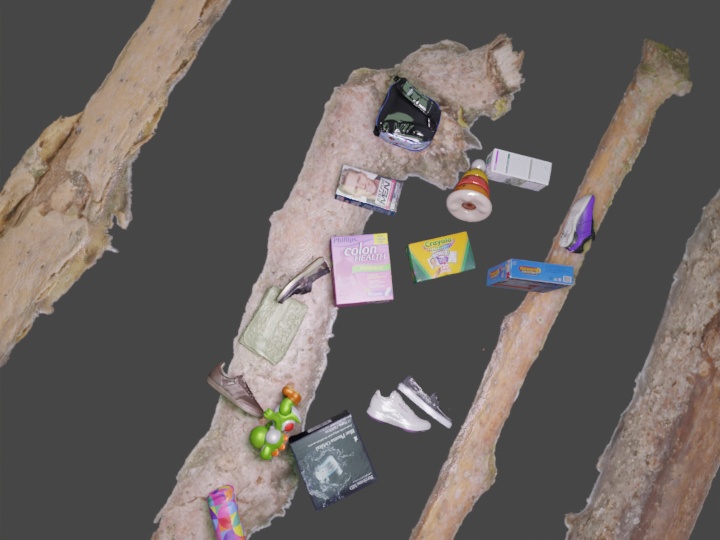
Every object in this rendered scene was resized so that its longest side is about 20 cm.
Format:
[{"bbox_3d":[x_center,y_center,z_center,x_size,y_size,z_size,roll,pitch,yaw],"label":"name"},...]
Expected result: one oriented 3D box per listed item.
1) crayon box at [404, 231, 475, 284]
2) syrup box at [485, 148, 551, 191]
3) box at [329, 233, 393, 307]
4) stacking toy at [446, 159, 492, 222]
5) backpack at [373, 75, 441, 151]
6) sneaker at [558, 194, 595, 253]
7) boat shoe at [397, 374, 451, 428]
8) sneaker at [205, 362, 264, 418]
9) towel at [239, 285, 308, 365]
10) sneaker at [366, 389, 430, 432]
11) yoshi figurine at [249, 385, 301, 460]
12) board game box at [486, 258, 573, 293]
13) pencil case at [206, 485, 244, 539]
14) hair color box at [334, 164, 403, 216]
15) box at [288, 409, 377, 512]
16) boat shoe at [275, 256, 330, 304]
[{"bbox_3d":[0.248,-0.039,1.778,0.196,0.058,0.121,-13,84,-9],"label":"crayon box"},{"bbox_3d":[0.506,-0.324,1.842,0.196,0.079,0.083,14,81,-5],"label":"syrup box"},{"bbox_3d":[0.000,0.000,1.720,0.172,0.097,0.205,-4,82,-8],"label":"box"},{"bbox_3d":[0.358,-0.271,1.810,0.143,0.147,0.203,20,61,-4],"label":"stacking toy"},{"bbox_3d":[0.152,-0.466,1.780,0.187,0.154,0.203,23,86,5],"label":"backpack"},{"bbox_3d":[0.728,-0.145,1.857,0.098,0.070,0.203,28,83,-9],"label":"sneaker"},{"bbox_3d":[0.204,0.390,1.711,0.199,0.070,0.067,38,81,7],"label":"boat shoe"},{"bbox_3d":[-0.348,0.345,1.639,0.198,0.070,0.076,36,78,-2],"label":"sneaker"},{"bbox_3d":[-0.255,0.162,1.695,0.147,0.036,0.203,30,79,-3],"label":"towel"},{"bbox_3d":[0.121,0.417,1.688,0.196,0.075,0.102,20,81,-4],"label":"sneaker"},{"bbox_3d":[-0.249,0.429,1.617,0.112,0.111,0.203,38,66,-30],"label":"yoshi figurine"},{"bbox_3d":[0.511,0.019,1.735,0.195,0.196,0.057,7,80,-7],"label":"board game box"},{"bbox_3d":[-0.372,0.707,1.580,0.086,0.088,0.204,-12,82,-9],"label":"pencil case"},{"bbox_3d":[0.025,-0.249,1.777,0.196,0.061,0.102,16,80,-4],"label":"hair color box"},{"bbox_3d":[-0.079,0.537,1.625,0.193,0.117,0.203,-23,87,-10],"label":"box"},{"bbox_3d":[-0.167,0.038,1.695,0.065,0.072,0.200,48,61,-4],"label":"boat shoe"}]
